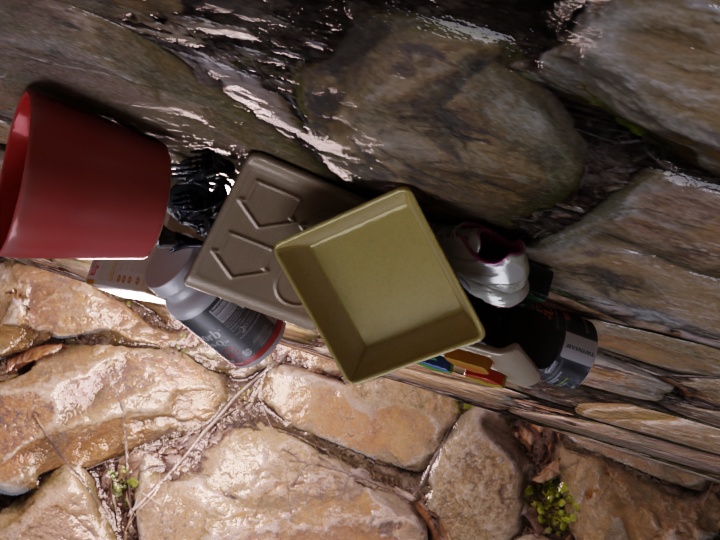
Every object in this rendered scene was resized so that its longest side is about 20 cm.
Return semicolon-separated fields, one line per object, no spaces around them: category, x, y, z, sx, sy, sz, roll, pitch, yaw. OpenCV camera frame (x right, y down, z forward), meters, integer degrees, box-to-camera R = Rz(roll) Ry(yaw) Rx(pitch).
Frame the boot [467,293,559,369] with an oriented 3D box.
boot;0.153;0.064;1.619;0.199;0.070;0.174;27;172;-28

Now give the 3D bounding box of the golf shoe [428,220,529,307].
golf shoe;0.110;-0.031;1.420;0.198;0.076;0.092;21;142;14

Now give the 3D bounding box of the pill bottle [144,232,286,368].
pill bottle;-0.207;0.042;1.728;0.115;0.117;0.200;6;150;49

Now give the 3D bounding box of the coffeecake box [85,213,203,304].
coffeecake box;-0.321;-0.036;1.831;0.073;0.156;0.199;24;169;-37

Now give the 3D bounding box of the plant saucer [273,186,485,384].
plant saucer;0.027;0.014;1.409;0.198;0.202;0.048;-22;-165;29

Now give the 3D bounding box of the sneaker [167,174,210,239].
sneaker;-0.226;-0.091;1.665;0.087;0.075;0.200;29;173;29

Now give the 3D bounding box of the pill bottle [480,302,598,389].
pill bottle;0.235;0.094;1.748;0.198;0.108;0.106;19;170;-17

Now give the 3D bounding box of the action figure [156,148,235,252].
action figure;-0.205;-0.082;1.508;0.100;0.121;0.200;7;162;-5

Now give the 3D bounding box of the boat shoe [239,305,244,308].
boat shoe;-0.136;-0.029;1.584;0.062;0.072;0.201;35;135;1

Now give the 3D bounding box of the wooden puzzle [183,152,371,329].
wooden puzzle;-0.094;-0.037;1.461;0.183;0.201;0.046;21;-154;-25

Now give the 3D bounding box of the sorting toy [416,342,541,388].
sorting toy;0.118;0.111;1.533;0.197;0.037;0.185;9;166;21

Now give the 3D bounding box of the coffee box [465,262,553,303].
coffee box;0.153;0.007;1.585;0.122;0.045;0.200;20;170;-15

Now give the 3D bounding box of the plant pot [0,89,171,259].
plant pot;-0.328;-0.098;1.436;0.175;0.203;0.200;11;173;-24
